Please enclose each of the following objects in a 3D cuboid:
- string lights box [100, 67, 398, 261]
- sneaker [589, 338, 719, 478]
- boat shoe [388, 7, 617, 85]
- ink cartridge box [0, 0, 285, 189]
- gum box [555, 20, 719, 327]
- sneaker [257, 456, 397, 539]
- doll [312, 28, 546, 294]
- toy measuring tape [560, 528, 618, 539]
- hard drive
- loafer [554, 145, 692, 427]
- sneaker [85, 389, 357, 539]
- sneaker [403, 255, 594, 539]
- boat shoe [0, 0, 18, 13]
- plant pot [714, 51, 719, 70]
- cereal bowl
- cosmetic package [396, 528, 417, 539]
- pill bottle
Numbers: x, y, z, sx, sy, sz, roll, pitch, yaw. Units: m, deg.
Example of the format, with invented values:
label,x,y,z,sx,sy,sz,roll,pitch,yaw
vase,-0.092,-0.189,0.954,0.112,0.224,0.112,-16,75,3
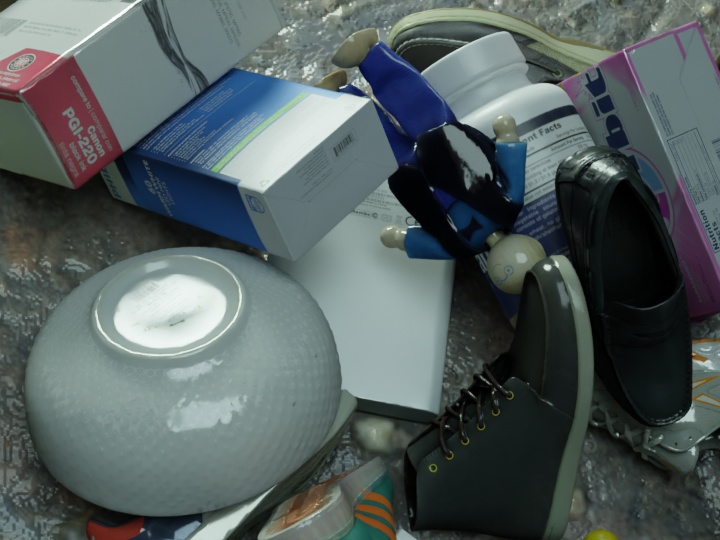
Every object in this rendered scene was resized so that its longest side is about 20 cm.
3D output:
label,x,y,z,sx,sy,sz,roll,pitch,yaw
string lights box,-0.083,-0.080,1.120,0.103,0.059,0.200,-42,38,-25
sneaker,0.194,0.095,1.155,0.200,0.076,0.092,2,69,-10
boat shoe,0.118,-0.141,1.249,0.200,0.073,0.065,10,58,-7
ink cartridge box,-0.174,-0.152,1.148,0.200,0.085,0.146,-43,35,-24
gum box,0.220,-0.059,1.179,0.066,0.113,0.200,-23,90,-21
sneaker,-0.010,0.170,1.027,0.071,0.200,0.080,-27,90,11
doll,0.049,-0.062,1.118,0.200,0.136,0.048,47,34,11
toy measuring tape,0.118,0.258,1.073,0.074,0.074,0.200,29,79,3
hard drive,0.000,0.000,1.183,0.132,0.026,0.200,11,63,-7
loafer,0.173,0.018,1.071,0.068,0.070,0.201,-23,113,-8
sneaker,-0.090,0.127,1.078,0.085,0.075,0.200,42,61,14
sneaker,0.086,0.087,1.080,0.106,0.200,0.075,0,20,-9
boat shoe,-0.291,-0.221,1.204,0.200,0.072,0.065,-1,30,-19
plant pot,0.387,-0.099,1.229,0.198,0.200,0.200,-15,69,-26
cereal bowl,-0.114,0.052,1.054,0.200,0.083,0.200,-3,42,3
cosmetic package,0.002,0.266,1.042,0.083,0.051,0.200,33,63,9
pill bottle,0.115,-0.059,1.171,0.111,0.111,0.200,-25,82,-21
